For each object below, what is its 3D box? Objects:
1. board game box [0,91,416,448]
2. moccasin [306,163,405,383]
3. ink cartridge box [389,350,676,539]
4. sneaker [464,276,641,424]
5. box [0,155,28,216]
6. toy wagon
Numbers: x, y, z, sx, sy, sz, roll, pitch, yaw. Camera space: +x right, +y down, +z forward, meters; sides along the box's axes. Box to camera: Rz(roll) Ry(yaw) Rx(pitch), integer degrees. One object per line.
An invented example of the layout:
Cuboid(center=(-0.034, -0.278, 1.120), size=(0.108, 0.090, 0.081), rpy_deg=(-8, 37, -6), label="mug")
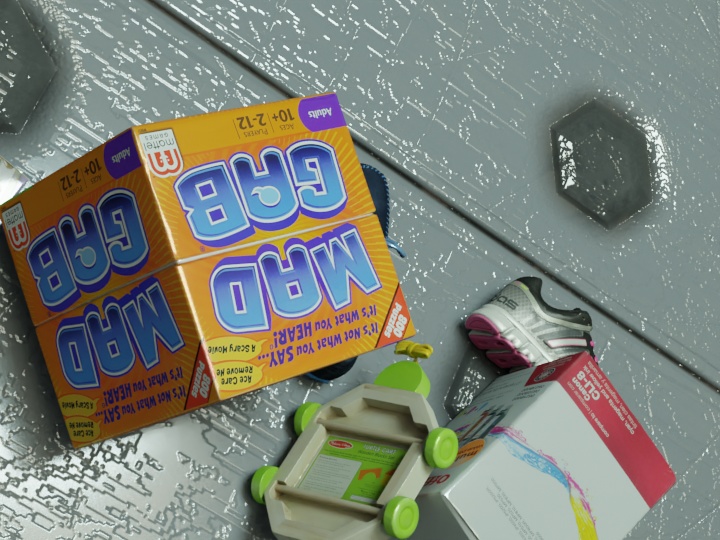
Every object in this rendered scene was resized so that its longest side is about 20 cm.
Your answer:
Cuboid(center=(-0.119, 0.000, 1.286), size=(0.200, 0.200, 0.200), rpy_deg=(-16, 86, -43), label="board game box")
Cuboid(center=(0.000, 0.000, 1.449), size=(0.080, 0.068, 0.200), rpy_deg=(16, 70, -25), label="moccasin")
Cuboid(center=(0.132, 0.192, 1.429), size=(0.200, 0.145, 0.145), rpy_deg=(-40, 99, -31), label="ink cartridge box")
Cuboid(center=(0.192, 0.080, 1.532), size=(0.200, 0.074, 0.087), rpy_deg=(42, 68, -9), label="sneaker")
Cuboid(center=(-0.328, -0.005, 1.284), size=(0.039, 0.041, 0.200), rpy_deg=(40, 61, -15), label="box")
Cuboid(center=(0.007, 0.144, 1.371), size=(0.200, 0.155, 0.040), rpy_deg=(-56, 133, -28), label="toy wagon")
